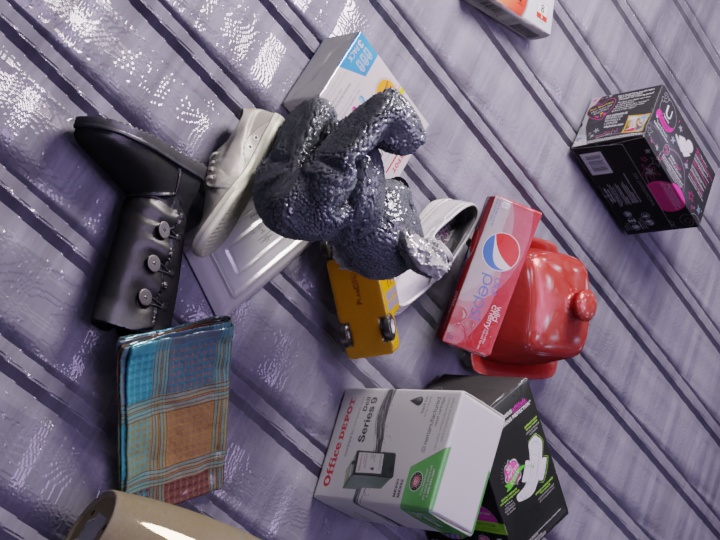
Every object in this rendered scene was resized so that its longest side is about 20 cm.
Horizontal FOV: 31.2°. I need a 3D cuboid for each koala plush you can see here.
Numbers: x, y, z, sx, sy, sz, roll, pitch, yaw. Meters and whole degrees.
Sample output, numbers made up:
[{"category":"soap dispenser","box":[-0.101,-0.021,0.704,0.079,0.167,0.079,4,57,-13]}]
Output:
[{"category":"koala plush","box":[-0.002,-0.063,1.401,0.200,0.177,0.184,51,59,-33]}]

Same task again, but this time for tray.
[{"category":"tray","box":[-0.114,-0.040,1.475,0.200,0.022,0.108,-42,116,-38]}]

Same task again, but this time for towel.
[{"category":"towel","box":[-0.193,0.154,1.350,0.146,0.022,0.201,-13,113,-44]}]

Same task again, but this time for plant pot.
[{"category":"plant pot","box":[-0.192,0.311,1.275,0.200,0.187,0.188,40,60,-22]}]

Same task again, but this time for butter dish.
[{"category":"butter dish","box":[0.254,0.048,1.757,0.199,0.147,0.201,8,83,-44]}]

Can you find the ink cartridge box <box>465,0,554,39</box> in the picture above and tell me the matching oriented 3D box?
[{"category":"ink cartridge box","box":[0.219,-0.447,1.815,0.162,0.050,0.201,20,78,-44]}]

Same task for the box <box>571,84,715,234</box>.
[{"category":"box","box":[0.431,-0.166,1.960,0.200,0.132,0.115,50,52,-32]}]

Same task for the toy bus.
[{"category":"toy bus","box":[0.000,0.000,1.546,0.078,0.065,0.201,-42,122,-71]}]

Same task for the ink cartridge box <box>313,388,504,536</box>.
[{"category":"ink cartridge box","box":[0.054,0.220,1.509,0.084,0.199,0.147,33,65,-36]}]

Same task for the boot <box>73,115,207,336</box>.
[{"category":"boot","box":[-0.244,-0.038,1.318,0.164,0.065,0.201,24,76,-41]}]

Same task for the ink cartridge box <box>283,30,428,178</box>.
[{"category":"ink cartridge box","box":[0.008,-0.176,1.572,0.200,0.068,0.115,50,56,-32]}]

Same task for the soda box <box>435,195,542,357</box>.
[{"category":"soda box","box":[0.165,0.007,1.673,0.070,0.063,0.201,20,90,-6]}]

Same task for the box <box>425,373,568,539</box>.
[{"category":"box","box":[0.150,0.248,1.640,0.124,0.148,0.201,-32,111,-40]}]

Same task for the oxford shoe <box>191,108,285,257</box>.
[{"category":"oxford shoe","box":[-0.145,-0.099,1.412,0.057,0.075,0.201,24,61,0]}]

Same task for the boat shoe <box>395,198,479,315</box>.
[{"category":"boat shoe","box":[0.089,-0.019,1.647,0.200,0.068,0.072,-47,120,-37]}]
